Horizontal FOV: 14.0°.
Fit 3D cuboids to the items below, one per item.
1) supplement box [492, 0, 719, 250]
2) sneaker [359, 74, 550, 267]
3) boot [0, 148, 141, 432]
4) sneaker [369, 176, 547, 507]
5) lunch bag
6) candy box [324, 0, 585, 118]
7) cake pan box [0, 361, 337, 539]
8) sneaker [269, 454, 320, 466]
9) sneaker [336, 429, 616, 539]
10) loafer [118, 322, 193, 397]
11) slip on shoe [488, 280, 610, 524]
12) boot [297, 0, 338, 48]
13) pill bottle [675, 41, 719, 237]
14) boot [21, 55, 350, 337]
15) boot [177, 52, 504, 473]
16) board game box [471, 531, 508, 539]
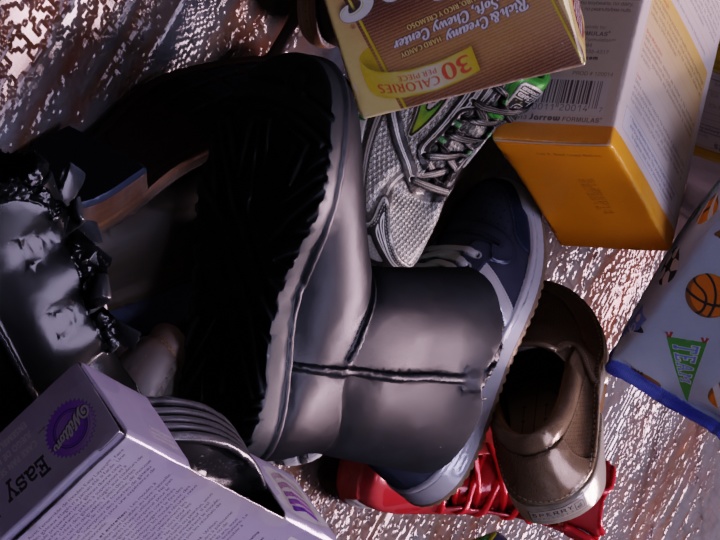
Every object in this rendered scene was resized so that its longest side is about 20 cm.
[{"bbox_3d":[0.146,-0.128,1.654,0.126,0.073,0.200,53,47,-54],"label":"supplement box"},{"bbox_3d":[0.047,-0.090,1.558,0.078,0.085,0.200,20,91,-58],"label":"sneaker"},{"bbox_3d":[-0.187,0.050,1.281,0.198,0.073,0.163,-25,113,-9],"label":"boot"},{"bbox_3d":[0.034,0.018,1.614,0.108,0.070,0.200,37,60,-37],"label":"sneaker"},{"bbox_3d":[0.250,-0.007,1.708,0.170,0.124,0.200,-55,176,26],"label":"lunch bag"},{"bbox_3d":[0.029,-0.183,1.401,0.055,0.115,0.200,-82,157,-64],"label":"candy box"},{"bbox_3d":[-0.126,0.141,1.276,0.200,0.052,0.184,-44,147,10],"label":"cake pan box"},{"bbox_3d":[-0.037,0.000,1.514,0.115,0.075,0.200,44,49,-86],"label":"sneaker"},{"bbox_3d":[0.081,0.115,1.694,0.200,0.115,0.078,-8,114,-55],"label":"sneaker"},{"bbox_3d":[-0.083,0.083,1.439,0.063,0.072,0.200,-53,160,-9],"label":"loafer"},{"bbox_3d":[0.099,0.059,1.668,0.200,0.076,0.061,-86,155,-53],"label":"slip on shoe"},{"bbox_3d":[0.079,-0.171,1.482,0.200,0.166,0.072,-51,144,-27],"label":"boot"},{"bbox_3d":[0.249,-0.111,1.828,0.112,0.112,0.200,-20,124,-51],"label":"pill bottle"},{"bbox_3d":[-0.088,-0.034,1.405,0.200,0.075,0.097,-25,133,-35],"label":"boot"},{"bbox_3d":[0.000,0.000,1.392,0.168,0.076,0.200,2,101,-49],"label":"boot"},{"bbox_3d":[0.006,0.234,1.593,0.165,0.057,0.200,-50,-172,-27],"label":"board game box"}]
